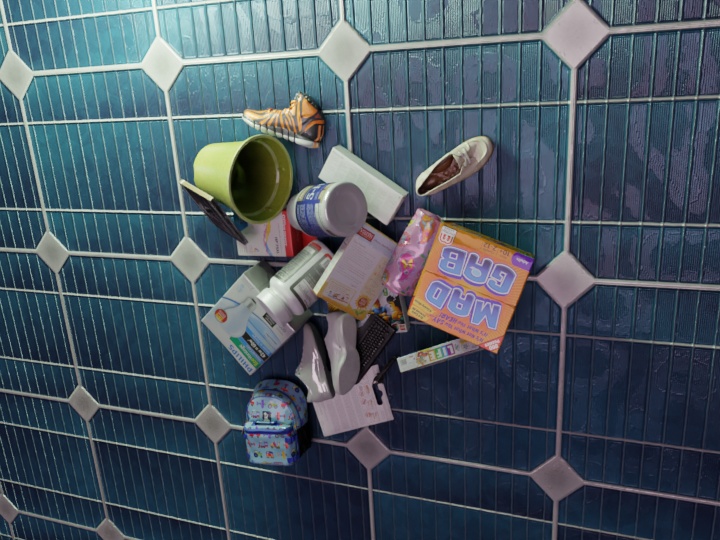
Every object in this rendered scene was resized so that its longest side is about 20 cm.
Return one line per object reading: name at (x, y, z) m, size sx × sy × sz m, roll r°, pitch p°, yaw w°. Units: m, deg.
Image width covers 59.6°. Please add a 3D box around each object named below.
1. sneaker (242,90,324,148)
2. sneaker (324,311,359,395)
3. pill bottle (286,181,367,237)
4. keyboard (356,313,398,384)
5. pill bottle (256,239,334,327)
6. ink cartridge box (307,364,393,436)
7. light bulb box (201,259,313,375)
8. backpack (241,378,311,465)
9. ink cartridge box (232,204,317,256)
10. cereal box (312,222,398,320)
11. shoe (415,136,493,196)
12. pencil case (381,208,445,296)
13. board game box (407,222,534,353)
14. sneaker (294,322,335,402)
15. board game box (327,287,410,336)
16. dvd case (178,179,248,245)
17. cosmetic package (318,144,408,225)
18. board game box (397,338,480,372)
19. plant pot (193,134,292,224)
sneaker at (-0.173, -0.368, 1.463) m, size 0.197 × 0.078 × 0.114 m, roll 18°, pitch 109°, yaw 3°
sneaker at (-0.055, 0.202, 1.555) m, size 0.087 × 0.075 × 0.204 m, roll 7°, pitch 98°, yaw 43°
pill bottle at (-0.085, -0.137, 1.436) m, size 0.199 × 0.118 × 0.122 m, roll 4°, pitch 112°, yaw 54°
keyboard at (0.030, 0.212, 1.564) m, size 0.126 × 0.021 × 0.201 m, roll 36°, pitch 119°, yaw 5°
pill bottle at (-0.145, 0.032, 1.499) m, size 0.200 × 0.114 × 0.114 m, roll -43°, pitch 90°, yaw -15°
ink cartridge box at (-0.026, 0.337, 1.658) m, size 0.196 × 0.050 × 0.164 m, roll -16°, pitch 102°, yaw 6°
light bulb box at (-0.266, 0.121, 1.624) m, size 0.199 × 0.125 × 0.200 m, roll 46°, pitch 116°, yaw 1°
backpack at (-0.230, 0.405, 1.700) m, size 0.179 × 0.134 × 0.204 m, roll 2°, pitch 105°, yaw 19°
ink cartridge box at (-0.210, -0.099, 1.561) m, size 0.196 × 0.067 × 0.119 m, roll 1°, pitch 108°, yaw 20°
cereal box at (0.000, 0.000, 1.460) m, size 0.143 × 0.040 × 0.202 m, roll 31°, pitch 96°, yaw -27°
shoe at (0.202, -0.221, 1.370) m, size 0.199 × 0.053 × 0.070 m, roll -33°, pitch 94°, yaw 27°
pencil case at (0.121, -0.037, 1.426) m, size 0.086 × 0.087 × 0.203 m, roll 28°, pitch 101°, yaw 10°
board game box at (0.239, 0.027, 1.334) m, size 0.197 × 0.200 × 0.203 m, roll 23°, pitch 99°, yaw 13°
sneaker at (-0.131, 0.238, 1.608) m, size 0.087 × 0.075 × 0.204 m, roll -17°, pitch 78°, yaw 12°
board game box at (0.016, 0.095, 1.556) m, size 0.196 × 0.035 × 0.129 m, roll -7°, pitch 105°, yaw 23°
dvd case at (-0.359, -0.144, 1.534) m, size 0.199 × 0.016 × 0.149 m, roll 28°, pitch 158°, yaw 49°
cosmetic package at (0.007, -0.199, 1.454) m, size 0.199 × 0.051 × 0.083 m, roll 36°, pitch 119°, yaw 7°
board game box at (0.200, 0.189, 1.461) m, size 0.197 × 0.134 × 0.035 m, roll -22°, pitch 77°, yaw 26°
plant pot at (-0.292, -0.226, 1.487) m, size 0.182 × 0.199 × 0.204 m, roll 16°, pitch 114°, yaw 37°
